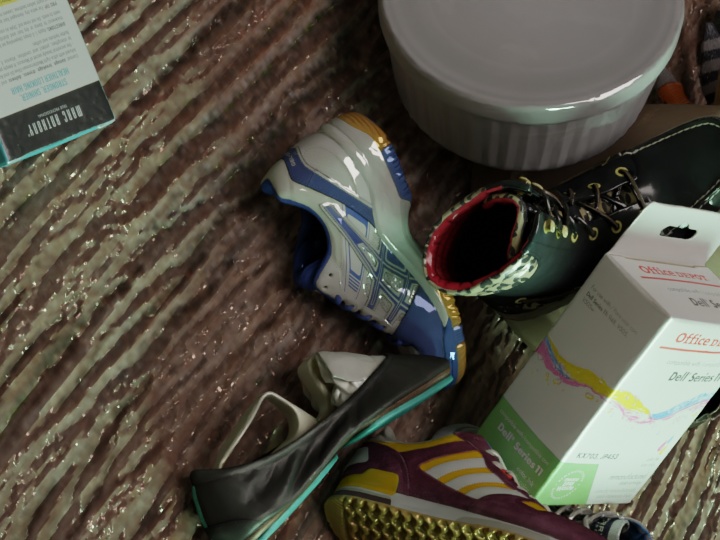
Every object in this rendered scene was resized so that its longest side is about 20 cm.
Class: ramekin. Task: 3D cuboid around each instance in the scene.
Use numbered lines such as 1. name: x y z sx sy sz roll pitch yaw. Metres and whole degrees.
1. ramekin: 0.110 -0.155 1.313 0.094 0.202 0.202 92 21 -55

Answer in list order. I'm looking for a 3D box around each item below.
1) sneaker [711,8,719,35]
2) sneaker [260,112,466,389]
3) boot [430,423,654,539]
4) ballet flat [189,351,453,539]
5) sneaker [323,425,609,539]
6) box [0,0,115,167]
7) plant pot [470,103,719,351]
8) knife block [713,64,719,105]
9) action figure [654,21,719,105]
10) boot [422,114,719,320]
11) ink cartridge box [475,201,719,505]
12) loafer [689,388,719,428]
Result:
1. sneaker: 0.333 -0.133 1.607 0.078 0.075 0.200 -19 99 -58
2. sneaker: 0.000 0.000 1.260 0.088 0.075 0.200 -30 112 -13
3. boot: 0.137 0.168 1.321 0.200 0.096 0.074 44 54 -28
4. ballet flat: -0.025 0.091 1.197 0.200 0.068 0.068 -38 93 -34
5. sneaker: 0.081 0.143 1.210 0.090 0.200 0.075 -57 151 -38
6. box: -0.215 -0.159 1.090 0.082 0.049 0.200 -28 100 -43
7. plant pot: 0.204 -0.043 1.381 0.200 0.174 0.201 13 71 -42
8. knife block: 0.290 -0.056 1.461 0.064 0.176 0.200 8 46 -26
9. action figure: 0.320 -0.103 1.541 0.105 0.200 0.194 -103 179 -80
10. boot: 0.142 -0.036 1.232 0.074 0.203 0.154 62 18 16
11. ink cartridge box: 0.177 0.056 1.257 0.117 0.200 0.067 5 36 -47
12. loafer: 0.252 0.086 1.467 0.200 0.071 0.073 -26 99 -44
